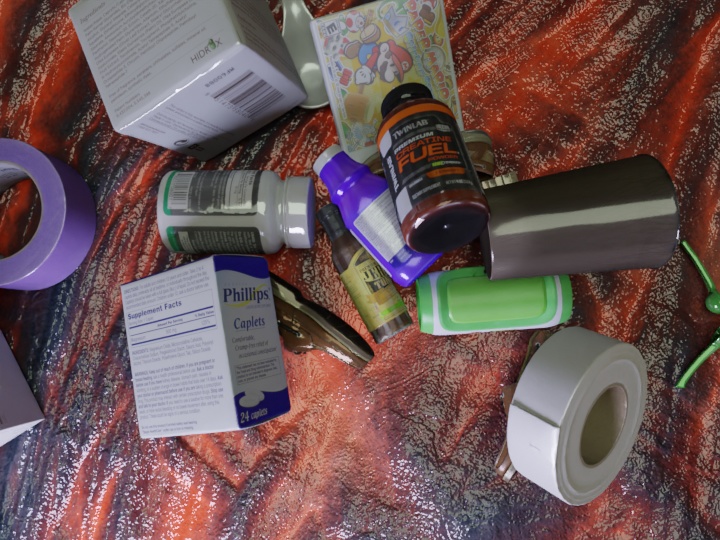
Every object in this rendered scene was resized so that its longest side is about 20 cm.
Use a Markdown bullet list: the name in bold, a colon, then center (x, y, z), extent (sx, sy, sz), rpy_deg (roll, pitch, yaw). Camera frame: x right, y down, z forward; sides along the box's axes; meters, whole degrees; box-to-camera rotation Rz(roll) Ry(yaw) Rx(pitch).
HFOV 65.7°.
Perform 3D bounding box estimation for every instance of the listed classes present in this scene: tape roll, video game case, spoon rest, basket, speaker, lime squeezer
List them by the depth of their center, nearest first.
- **tape roll**: center (0.269, 0.176, 0.685), extent (0.200, 0.070, 0.207), rpy_deg (-12, 110, -35)
- **basket**: center (0.250, -0.058, 0.687), extent (0.196, 0.180, 0.139), rpy_deg (-8, 96, 7)
- **speaker**: center (0.176, 0.038, 0.753), extent (0.195, 0.088, 0.091), rpy_deg (-4, 84, 2)
- **video game case**: center (0.042, -0.258, 0.762), extent (0.179, 0.023, 0.203), rpy_deg (-18, 113, -6)
- **lime squeezer**: center (0.477, 0.061, 0.770), extent (0.069, 0.037, 0.205), rpy_deg (1, 85, 34)
- **tape roll**: center (-0.489, -0.076, 0.788), extent (0.195, 0.085, 0.205), rpy_deg (0, 85, 1)
- **spoon rest**: center (-0.085, -0.333, 0.810), extent (0.097, 0.061, 0.204), rpy_deg (-16, 83, 1)

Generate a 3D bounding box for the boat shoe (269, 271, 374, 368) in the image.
- **boat shoe**: center (-0.074, 0.080, 0.764), extent (0.198, 0.072, 0.069), rpy_deg (35, 94, 13)

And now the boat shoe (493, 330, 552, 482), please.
- **boat shoe**: center (0.221, 0.179, 0.751), extent (0.067, 0.072, 0.202), rpy_deg (26, 79, 22)

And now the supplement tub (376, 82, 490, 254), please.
- **supplement tub**: center (0.079, -0.129, 0.673), extent (0.105, 0.107, 0.203), rpy_deg (-15, 62, 1)

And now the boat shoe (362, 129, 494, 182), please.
- **boat shoe**: center (0.092, -0.138, 0.772), extent (0.196, 0.076, 0.073), rpy_deg (-13, 70, 2)

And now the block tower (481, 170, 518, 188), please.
- **block tower**: center (0.126, -0.076, 0.781), extent (0.196, 0.058, 0.055), rpy_deg (-19, 84, 2)

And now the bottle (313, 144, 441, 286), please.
- **bottle**: center (0.019, -0.076, 0.725), extent (0.083, 0.065, 0.200), rpy_deg (-42, 83, -5)

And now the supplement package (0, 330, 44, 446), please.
- **supplement package**: center (-0.537, 0.165, 0.708), extent (0.110, 0.200, 0.158), rpy_deg (-30, 84, -1)

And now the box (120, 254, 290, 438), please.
- **box**: center (-0.199, 0.097, 0.714), extent (0.181, 0.104, 0.204), rpy_deg (-13, 84, 31)

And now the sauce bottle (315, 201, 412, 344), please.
- **sauce bottle**: center (0.000, 0.000, 0.772), extent (0.064, 0.065, 0.202), rpy_deg (-30, 86, -1)

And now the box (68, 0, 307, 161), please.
- **box**: center (-0.211, -0.276, 0.720), extent (0.197, 0.199, 0.174), rpy_deg (-25, 84, 15)

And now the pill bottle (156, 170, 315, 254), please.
- **pill bottle**: center (-0.163, -0.079, 0.761), extent (0.195, 0.113, 0.116), rpy_deg (1, 84, 2)
